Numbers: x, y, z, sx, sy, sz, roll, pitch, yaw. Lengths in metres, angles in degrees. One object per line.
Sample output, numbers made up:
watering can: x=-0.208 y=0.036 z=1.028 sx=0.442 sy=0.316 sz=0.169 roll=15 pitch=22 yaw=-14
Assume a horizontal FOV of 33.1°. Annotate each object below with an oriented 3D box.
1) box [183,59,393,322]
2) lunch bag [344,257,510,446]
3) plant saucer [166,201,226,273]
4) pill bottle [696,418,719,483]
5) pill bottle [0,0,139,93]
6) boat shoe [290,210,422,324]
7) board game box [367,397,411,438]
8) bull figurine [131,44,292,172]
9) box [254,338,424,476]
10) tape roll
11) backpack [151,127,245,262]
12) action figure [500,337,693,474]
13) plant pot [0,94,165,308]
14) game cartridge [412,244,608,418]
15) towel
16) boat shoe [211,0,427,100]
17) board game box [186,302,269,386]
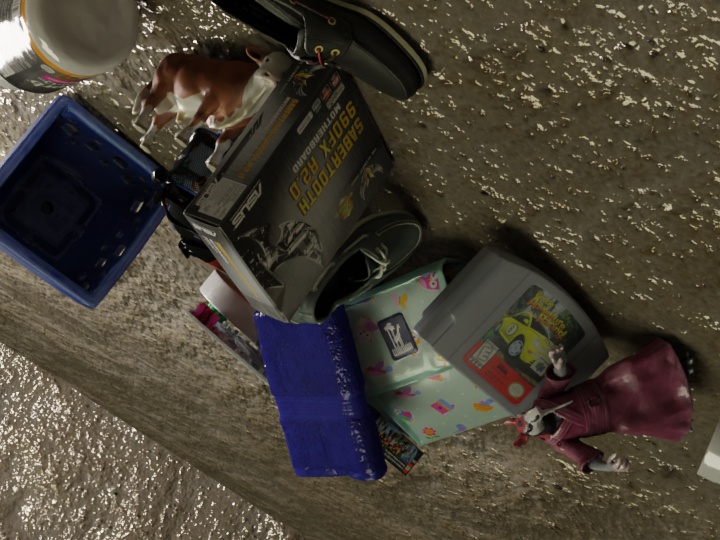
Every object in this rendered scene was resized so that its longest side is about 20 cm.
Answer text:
box: x=-0.060 y=-0.076 z=1.120 sx=0.048 sy=0.201 sz=0.159 roll=20 pitch=155 yaw=34
lunch bag: x=0.078 y=0.083 z=1.329 sx=0.170 sy=0.122 sz=0.200 roll=-23 pitch=126 yaw=32
plant saucer: x=-0.140 y=-0.025 z=1.546 sx=0.199 sy=0.037 sz=0.200 roll=25 pitch=163 yaw=18
pill bottle: x=0.436 y=0.202 z=1.173 sx=0.199 sy=0.113 sz=0.113 roll=24 pitch=157 yaw=18
pill bottle: x=-0.313 y=-0.242 z=1.220 sx=0.116 sy=0.117 sz=0.200 roll=43 pitch=156 yaw=-26
boat shoe: x=0.000 y=0.000 z=1.219 sx=0.062 sy=0.199 sz=0.073 roll=19 pitch=128 yaw=44
board game box: x=0.006 y=0.139 z=1.575 sx=0.199 sy=0.041 sz=0.200 roll=40 pitch=177 yaw=8
bull figurine: x=-0.144 y=-0.164 z=1.172 sx=0.199 sy=0.122 sz=0.065 roll=16 pitch=156 yaw=47
box: x=-0.025 y=0.153 z=1.442 sx=0.200 sy=0.038 sz=0.137 roll=37 pitch=173 yaw=36
tape roll: x=-0.133 y=0.075 z=1.657 sx=0.203 sy=0.037 sz=0.203 roll=41 pitch=180 yaw=0
backpack: x=-0.104 y=-0.061 z=1.285 sx=0.190 sy=0.154 sz=0.200 roll=34 pitch=168 yaw=9
action figure: x=0.235 y=0.132 z=1.230 sx=0.149 sy=0.199 sz=0.135 roll=147 pitch=110 yaw=-84
plant pot: x=-0.384 y=-0.085 z=1.560 sx=0.200 sy=0.201 sz=0.180 roll=40 pitch=163 yaw=-22
game cartridge: x=0.161 y=0.068 z=1.230 sx=0.200 sy=0.133 sz=0.041 roll=39 pitch=-177 yaw=-31
towel: x=-0.040 y=0.129 z=1.321 sx=0.147 sy=0.049 sz=0.201 roll=-7 pitch=101 yaw=48
boat shoe: x=-0.037 y=-0.200 z=1.016 sx=0.201 sy=0.063 sz=0.074 roll=33 pitch=157 yaw=-8
board game box: x=-0.139 y=0.110 z=1.624 sx=0.200 sy=0.026 sz=0.200 roll=41 pitch=180 yaw=-1
